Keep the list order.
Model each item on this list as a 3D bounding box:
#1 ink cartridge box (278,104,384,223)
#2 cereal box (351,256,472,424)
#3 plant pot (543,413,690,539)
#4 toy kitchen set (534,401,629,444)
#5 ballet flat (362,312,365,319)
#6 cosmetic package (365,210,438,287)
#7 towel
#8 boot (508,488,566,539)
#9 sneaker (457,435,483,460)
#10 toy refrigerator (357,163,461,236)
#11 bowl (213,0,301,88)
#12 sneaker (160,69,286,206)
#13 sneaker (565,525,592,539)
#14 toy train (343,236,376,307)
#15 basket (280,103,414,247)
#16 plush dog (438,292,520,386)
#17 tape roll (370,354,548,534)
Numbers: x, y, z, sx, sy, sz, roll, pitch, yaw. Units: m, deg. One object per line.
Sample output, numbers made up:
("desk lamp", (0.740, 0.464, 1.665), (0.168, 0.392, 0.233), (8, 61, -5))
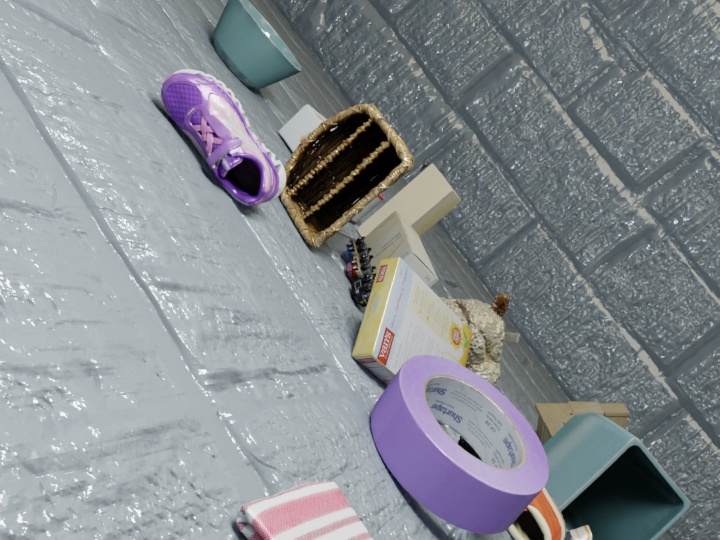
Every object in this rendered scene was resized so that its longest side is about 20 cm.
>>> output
("ink cartridge box", (-0.056, -0.207, 1.598), (0.202, 0.083, 0.145), (56, 11, 20))
("cereal box", (0.075, 0.097, 1.086), (0.200, 0.039, 0.146), (43, 52, -37))
("plant pot", (0.417, 0.375, 1.451), (0.197, 0.196, 0.200), (46, 1, -21))
("toy kitchen set", (0.476, 0.394, 1.712), (0.181, 0.195, 0.167), (-98, -171, -69))
("ballet flat", (0.083, 0.114, 1.173), (0.200, 0.069, 0.070), (45, 13, -30))
("cosmetic package", (0.061, -0.016, 1.422), (0.073, 0.103, 0.201), (45, 11, -21))
("towel", (-0.002, 0.238, 0.555), (0.201, 0.030, 0.146), (53, 11, 19))
("boot", (0.212, 0.298, 1.130), (0.202, 0.075, 0.107), (57, 17, 19))
("sneaker", (0.169, 0.250, 1.027), (0.078, 0.076, 0.200), (12, 16, -1))
("toy refrigerator", (0.097, -0.109, 1.608), (0.076, 0.199, 0.070), (55, 11, 27))
("bowl", (-0.221, -0.447, 1.630), (0.202, 0.104, 0.201), (50, 11, -13))
("sneaker", (-0.170, -0.157, 1.001), (0.201, 0.080, 0.089), (50, 18, -16))
("sneaker", (0.359, 0.463, 1.187), (0.201, 0.079, 0.079), (52, 10, -9))
("toy train", (0.000, 0.000, 1.273), (0.034, 0.045, 0.201), (58, 10, -26))
("basket", (-0.031, -0.154, 1.223), (0.144, 0.199, 0.149), (51, 11, -3))
("plush dog", (0.174, 0.103, 1.465), (0.169, 0.162, 0.201), (7, 36, -35))
("tape roll", (0.110, 0.187, 0.901), (0.198, 0.066, 0.201), (29, 24, -14))
